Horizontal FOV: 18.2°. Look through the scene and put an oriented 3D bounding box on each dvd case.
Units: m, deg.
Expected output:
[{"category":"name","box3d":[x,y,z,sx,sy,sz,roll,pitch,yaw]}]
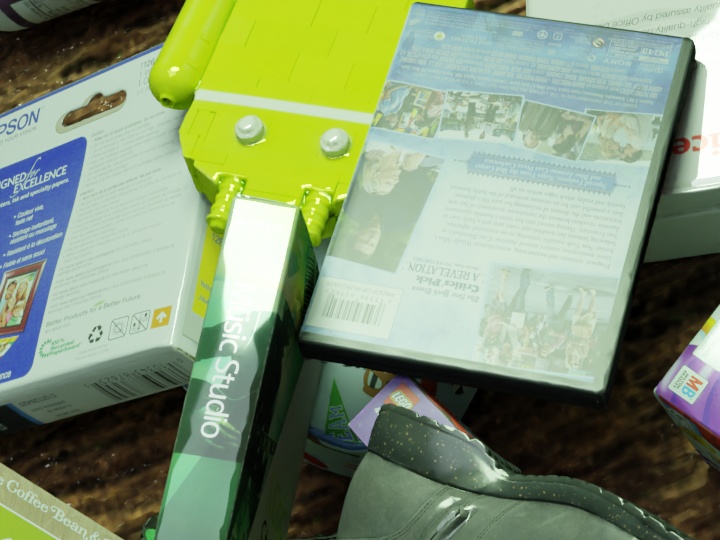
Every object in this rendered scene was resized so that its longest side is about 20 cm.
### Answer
[{"category":"dvd case","box3d":[0.066,-0.035,1.034,0.142,0.018,0.201,10,59,15]}]

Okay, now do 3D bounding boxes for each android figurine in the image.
[{"category":"android figurine","box3d":[-0.017,-0.094,1.126,0.181,0.041,0.201,11,58,20]}]

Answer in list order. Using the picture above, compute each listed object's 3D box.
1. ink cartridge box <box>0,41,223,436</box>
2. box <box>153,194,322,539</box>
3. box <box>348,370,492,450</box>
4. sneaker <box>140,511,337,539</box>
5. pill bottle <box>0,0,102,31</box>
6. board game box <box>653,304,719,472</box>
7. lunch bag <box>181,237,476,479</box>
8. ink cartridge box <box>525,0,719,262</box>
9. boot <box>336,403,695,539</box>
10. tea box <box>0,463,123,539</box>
[{"category":"ink cartridge box","box3d":[-0.144,-0.017,1.202,0.197,0.047,0.201,-18,49,36]},{"category":"box","box3d":[-0.053,0.086,1.005,0.036,0.144,0.201,7,70,8]},{"category":"box","box3d":[0.089,0.141,1.008,0.039,0.137,0.200,-44,58,0]},{"category":"sneaker","box3d":[-0.016,0.157,1.093,0.199,0.078,0.085,18,68,20]},{"category":"pill bottle","box3d":[-0.180,-0.204,1.298,0.199,0.112,0.113,-17,61,15]},{"category":"board game box","box3d":[0.246,0.084,0.985,0.200,0.105,0.103,36,85,33]},{"category":"lunch bag","box3d":[0.000,0.000,1.150,0.160,0.076,0.201,18,75,33]},{"category":"ink cartridge box","box3d":[0.161,-0.110,1.123,0.146,0.083,0.201,-8,64,20]},{"category":"boot","box3d":[0.059,0.146,0.908,0.200,0.070,0.132,19,79,41]},{"category":"tea box","box3d":[-0.210,0.221,1.038,0.200,0.133,0.197,-31,34,37]}]
